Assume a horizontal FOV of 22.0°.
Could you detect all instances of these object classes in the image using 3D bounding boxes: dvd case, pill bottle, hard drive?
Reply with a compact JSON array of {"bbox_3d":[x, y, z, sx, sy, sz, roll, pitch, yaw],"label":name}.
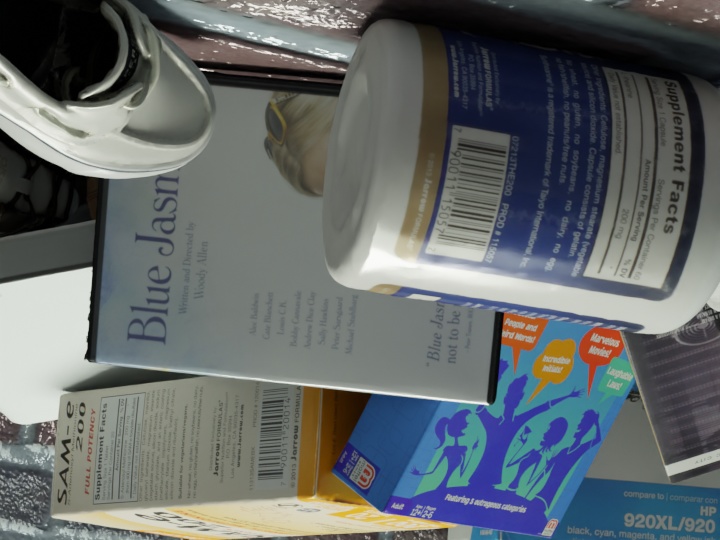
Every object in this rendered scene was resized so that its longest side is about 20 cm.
[{"bbox_3d":[0.213,0.032,0.963,0.147,0.016,0.201,-19,138,7],"label":"dvd case"},{"bbox_3d":[0.090,-0.034,0.773,0.198,0.112,0.111,9,171,-13],"label":"pill bottle"},{"bbox_3d":[-0.159,0.032,1.000,0.131,0.027,0.200,-10,157,5],"label":"hard drive"},{"bbox_3d":[-0.028,-0.018,0.872,0.198,0.144,0.018,6,-174,7],"label":"dvd case"}]

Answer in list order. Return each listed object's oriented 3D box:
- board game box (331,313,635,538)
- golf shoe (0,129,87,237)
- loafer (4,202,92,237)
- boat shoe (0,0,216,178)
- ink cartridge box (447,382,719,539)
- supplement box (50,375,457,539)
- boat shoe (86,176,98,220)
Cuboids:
[{"bbox_3d":[0.088,0.035,0.943,0.151,0.201,0.045,15,-166,-48],"label":"board game box"},{"bbox_3d":[-0.195,-0.040,1.076,0.198,0.079,0.094,8,171,-14],"label":"golf shoe"},{"bbox_3d":[-0.174,0.014,1.053,0.199,0.063,0.072,-25,144,26],"label":"loafer"},{"bbox_3d":[-0.114,-0.087,0.744,0.065,0.073,0.200,6,164,36],"label":"boat shoe"},{"bbox_3d":[0.143,0.074,1.148,0.143,0.202,0.147,6,171,-8],"label":"ink cartridge box"},{"bbox_3d":[-0.059,0.105,1.022,0.199,0.074,0.126,-9,161,39],"label":"supplement box"},{"bbox_3d":[-0.045,-0.041,0.958,0.198,0.073,0.072,5,171,10],"label":"boat shoe"}]
